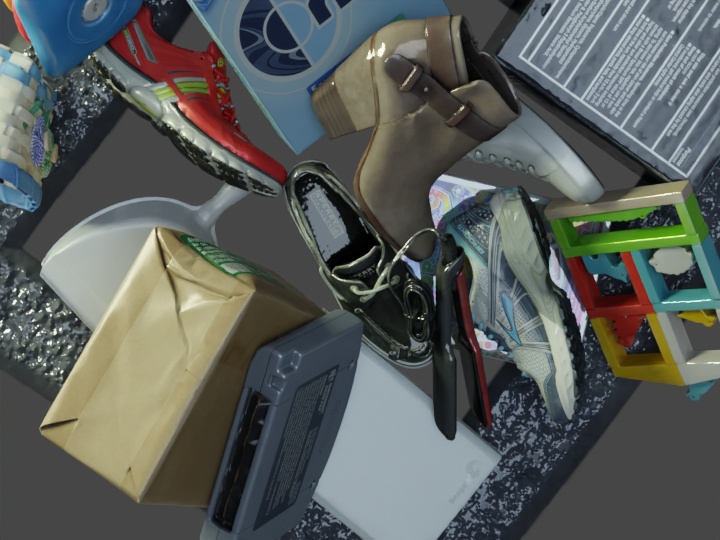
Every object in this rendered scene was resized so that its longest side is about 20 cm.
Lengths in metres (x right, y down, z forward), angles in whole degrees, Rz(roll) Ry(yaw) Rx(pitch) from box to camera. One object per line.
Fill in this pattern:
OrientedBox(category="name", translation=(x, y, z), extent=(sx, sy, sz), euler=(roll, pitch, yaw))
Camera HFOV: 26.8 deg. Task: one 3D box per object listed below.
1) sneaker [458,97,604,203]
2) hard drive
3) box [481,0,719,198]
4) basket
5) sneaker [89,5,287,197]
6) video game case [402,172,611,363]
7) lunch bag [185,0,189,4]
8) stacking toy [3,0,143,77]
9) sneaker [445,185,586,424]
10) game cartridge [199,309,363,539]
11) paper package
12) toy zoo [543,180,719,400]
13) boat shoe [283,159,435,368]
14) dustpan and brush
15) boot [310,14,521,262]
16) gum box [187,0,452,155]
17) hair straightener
OrientedBox(category="sneaker", translation=(0.108, -0.104, 1.235), extent=(0.200, 0.073, 0.085), euler=(42, 97, 21))
OrientedBox(category="hard drive", translation=(0.004, 0.147, 1.296), extent=(0.199, 0.026, 0.132), euler=(39, 93, -6))
OrientedBox(category="box", translation=(0.232, -0.196, 1.221), extent=(0.197, 0.123, 0.201), euler=(34, 95, -6))
OrientedBox(category="basket", translation=(-0.318, -0.079, 1.179), extent=(0.138, 0.176, 0.202), euler=(26, 85, -2))
OrientedBox(category="sneaker", translation=(-0.129, -0.141, 1.223), extent=(0.200, 0.077, 0.085), euler=(41, 82, 6))
OrientedBox(category="video game case", translation=(0.103, -0.001, 1.289), extent=(0.197, 0.018, 0.145), euler=(13, 96, -4))
OrientedBox(category="lunch bag", translation=(-0.106, -0.283, 1.219), extent=(0.199, 0.076, 0.161), euler=(37, 96, -7))
OrientedBox(category="stacking toy", translation=(-0.271, -0.260, 1.194), extent=(0.200, 0.116, 0.110), euler=(40, 73, 22))
OrientedBox(category="sneaker", translation=(0.130, 0.035, 1.259), extent=(0.085, 0.078, 0.202), euler=(-17, 95, 17))
OrientedBox(category="game cartridge", translation=(-0.059, 0.131, 1.202), extent=(0.041, 0.133, 0.202), euler=(26, 115, 18))
OrientedBox(category="paper package", translation=(-0.126, 0.082, 1.185), extent=(0.103, 0.200, 0.192), euler=(30, 92, 21))
OrientedBox(category="toy zoo", translation=(0.243, 0.024, 1.240), extent=(0.130, 0.020, 0.202), euler=(-5, 120, 41))
OrientedBox(category="boat shoe", translation=(0.000, 0.000, 1.242), extent=(0.070, 0.064, 0.201), euler=(-36, 97, 2))
OrientedBox(category="dustpan and brush", translation=(-0.150, -0.023, 1.261), extent=(0.199, 0.057, 0.140), euler=(-39, 108, 8))
OrientedBox(category="boot", translation=(0.059, -0.103, 1.181), extent=(0.145, 0.071, 0.201), euler=(-19, 125, 25))
OrientedBox(category="gum box", translation=(-0.037, -0.217, 1.170), extent=(0.169, 0.045, 0.201), euler=(-38, 128, -4))
OrientedBox(category="hair straightener", translation=(0.060, 0.054, 1.221), extent=(0.076, 0.041, 0.202), euler=(-19, 125, -15))
